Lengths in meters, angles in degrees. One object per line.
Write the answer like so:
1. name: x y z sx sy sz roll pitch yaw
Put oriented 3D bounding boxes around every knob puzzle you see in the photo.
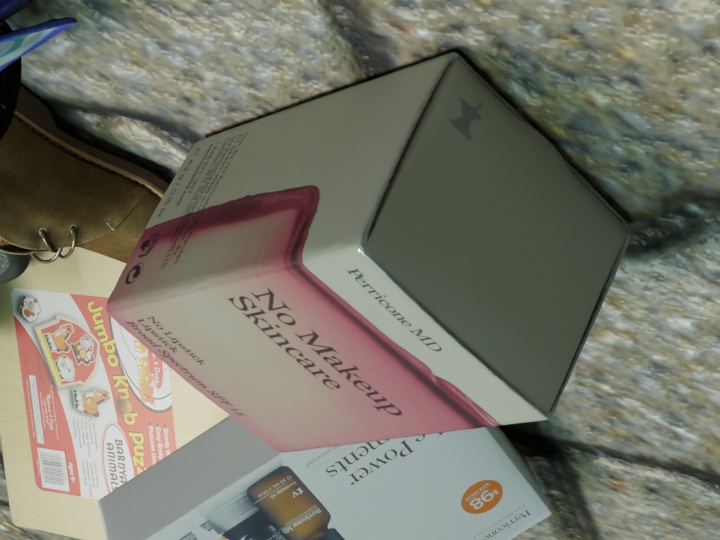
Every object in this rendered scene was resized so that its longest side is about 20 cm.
1. knob puzzle: -0.123 0.071 1.151 0.219 0.030 0.221 10 111 29

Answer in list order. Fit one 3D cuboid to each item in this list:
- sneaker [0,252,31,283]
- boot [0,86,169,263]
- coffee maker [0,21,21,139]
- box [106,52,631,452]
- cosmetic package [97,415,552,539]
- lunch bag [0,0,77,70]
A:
1. sneaker: -0.281 -0.023 1.108 0.199 0.091 0.067 20 124 -8
2. boot: -0.151 -0.026 1.053 0.200 0.076 0.074 32 150 -12
3. coffee maker: -0.289 -0.094 0.952 0.200 0.135 0.193 -29 96 28
4. box: 0.000 0.000 0.930 0.128 0.109 0.200 41 149 -25
5. cosmetic package: -0.017 0.128 1.096 0.200 0.052 0.151 -33 132 7
6. lunch bag: -0.183 -0.121 0.785 0.127 0.201 0.170 39 149 -21
